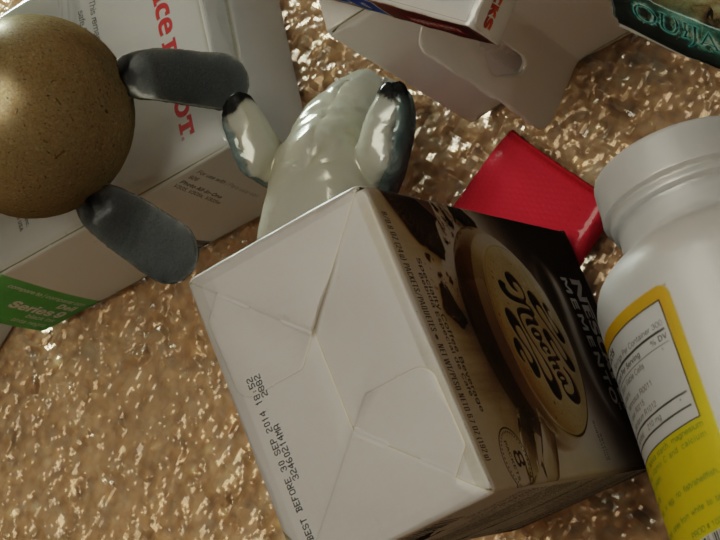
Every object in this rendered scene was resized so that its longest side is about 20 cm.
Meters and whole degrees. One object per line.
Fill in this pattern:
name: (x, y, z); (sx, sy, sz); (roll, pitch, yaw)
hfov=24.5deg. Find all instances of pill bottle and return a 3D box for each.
pill bottle: (0.152, 0.044, 0.624); (0.104, 0.104, 0.200); (-28, 62, 26)

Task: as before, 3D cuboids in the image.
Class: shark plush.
shark plush: (0.000, 0.000, 0.742); (0.091, 0.083, 0.200); (-13, 69, 21)

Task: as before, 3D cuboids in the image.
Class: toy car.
toy car: (-0.156, -0.072, 0.778); (0.200, 0.158, 0.165); (15, 90, 7)

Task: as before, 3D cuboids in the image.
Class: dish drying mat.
dish drying mat: (0.038, 0.035, 0.761); (0.077, 0.018, 0.200); (39, 101, 37)

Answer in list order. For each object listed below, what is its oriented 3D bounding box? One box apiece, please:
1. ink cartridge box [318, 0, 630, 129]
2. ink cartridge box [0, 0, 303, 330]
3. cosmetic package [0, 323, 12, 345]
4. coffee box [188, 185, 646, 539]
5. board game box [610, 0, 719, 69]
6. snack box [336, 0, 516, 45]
ink cartridge box: (0.051, -0.173, 0.744); (0.125, 0.128, 0.200); (-28, 63, 26)
ink cartridge box: (-0.132, -0.075, 0.870); (0.200, 0.084, 0.146); (-25, 64, 26)
cosmetic package: (-0.286, 0.073, 0.925); (0.074, 0.102, 0.200); (40, 102, 35)
coffee box: (0.034, 0.042, 0.634); (0.080, 0.200, 0.113); (-28, 76, 22)
board game box: (0.205, -0.142, 0.627); (0.135, 0.028, 0.200); (28, 66, 29)
snack box: (-0.013, -0.151, 0.687); (0.200, 0.024, 0.072); (23, 90, 37)
